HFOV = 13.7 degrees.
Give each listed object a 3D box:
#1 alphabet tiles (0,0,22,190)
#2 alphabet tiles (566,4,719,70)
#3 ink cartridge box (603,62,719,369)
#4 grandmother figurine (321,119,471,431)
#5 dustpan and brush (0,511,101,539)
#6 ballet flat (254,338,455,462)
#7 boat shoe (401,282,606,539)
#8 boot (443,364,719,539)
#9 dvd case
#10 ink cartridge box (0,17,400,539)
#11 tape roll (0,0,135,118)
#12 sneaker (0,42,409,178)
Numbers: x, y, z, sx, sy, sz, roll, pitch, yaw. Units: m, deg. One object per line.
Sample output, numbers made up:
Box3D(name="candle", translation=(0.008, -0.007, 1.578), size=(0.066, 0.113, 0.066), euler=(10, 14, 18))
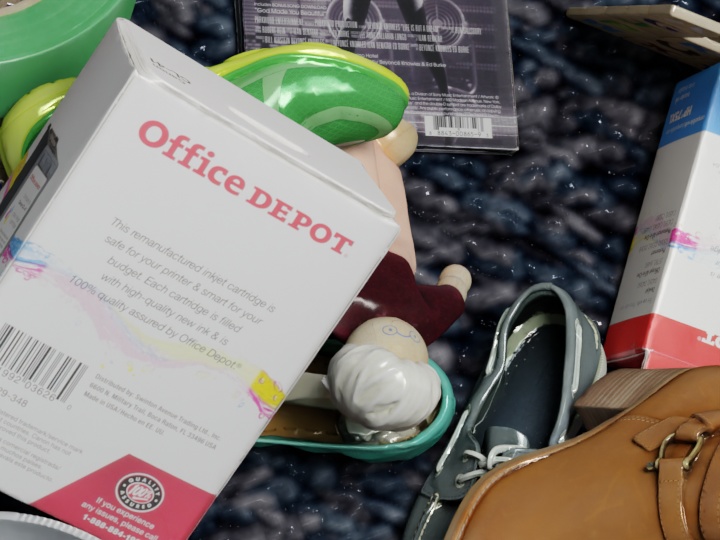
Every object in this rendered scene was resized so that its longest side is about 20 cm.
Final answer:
Box3D(name="alphabet tiles", translation=(-0.185, -0.047, 1.429), size=(0.167, 0.008, 0.201), euler=(-7, 72, -20))
Box3D(name="alphabet tiles", translation=(0.220, -0.099, 1.546), size=(0.200, 0.167, 0.008), euler=(20, 89, -14))
Box3D(name="ink cartridge box", translation=(0.200, 0.007, 1.548), size=(0.116, 0.067, 0.201), euler=(20, 78, -14))
Box3D(name="grandmother figurine", translation=(0.000, 0.000, 1.441), size=(0.121, 0.061, 0.200), euler=(1, 42, -13))
Box3D(name="dustpan and brush", translation=(-0.188, 0.150, 1.352), size=(0.200, 0.057, 0.140), euler=(36, 91, 35))
Box3D(name="ballet flat", translation=(-0.045, 0.055, 1.449), size=(0.199, 0.070, 0.068), euler=(5, 73, -19))
Box3D(name="boat shoe", translation=(0.064, 0.094, 1.470), size=(0.073, 0.062, 0.200), euler=(14, 59, 23))
Box3D(name="boot", translation=(0.136, 0.120, 1.385), size=(0.200, 0.155, 0.077), euler=(-42, 119, -31))
Box3D(name="dvd case", translation=(0.005, -0.159, 1.561), size=(0.148, 0.016, 0.201), euler=(1, 75, -19))
Box3D(name="ink cartridge box", translation=(-0.099, 0.012, 1.342), size=(0.147, 0.086, 0.200), euler=(30, 102, -23))
Box3D(name="tape roll", translation=(-0.202, -0.164, 1.434), size=(0.200, 0.048, 0.201), euler=(7, 55, -10))
Box3D(name="sneaker", translation=(-0.071, -0.055, 1.422), size=(0.199, 0.074, 0.084), euler=(-11, 72, -18))
